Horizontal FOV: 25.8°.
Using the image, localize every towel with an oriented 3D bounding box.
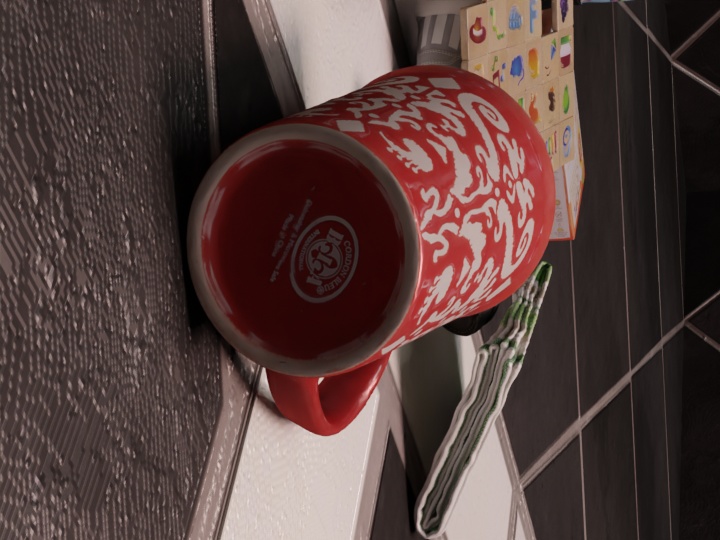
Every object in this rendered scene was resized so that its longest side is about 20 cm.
[{"bbox_3d":[0.084,0.082,1.089,0.200,0.030,0.150,-55,168,-69],"label":"towel"}]

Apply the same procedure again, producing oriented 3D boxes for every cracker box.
[{"bbox_3d":[0.165,-0.145,1.440,0.134,0.057,0.202,-67,151,-58],"label":"cracker box"}]

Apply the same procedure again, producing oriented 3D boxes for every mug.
[{"bbox_3d":[0.010,-0.003,0.743,0.200,0.132,0.180,-27,111,-69],"label":"mug"}]

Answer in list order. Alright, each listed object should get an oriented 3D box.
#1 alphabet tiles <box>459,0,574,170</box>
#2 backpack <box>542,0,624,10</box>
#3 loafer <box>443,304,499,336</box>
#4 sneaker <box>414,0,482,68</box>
[{"bbox_3d":[0.112,-0.142,1.089,0.200,0.007,0.169,-28,119,-59],"label":"alphabet tiles"},{"bbox_3d":[0.183,-0.308,1.269,0.134,0.198,0.185,35,55,-70],"label":"backpack"},{"bbox_3d":[0.043,-0.015,0.992,0.073,0.072,0.201,-55,147,-26],"label":"loafer"},{"bbox_3d":[0.073,-0.096,1.104,0.200,0.074,0.117,53,45,-52],"label":"sneaker"}]
